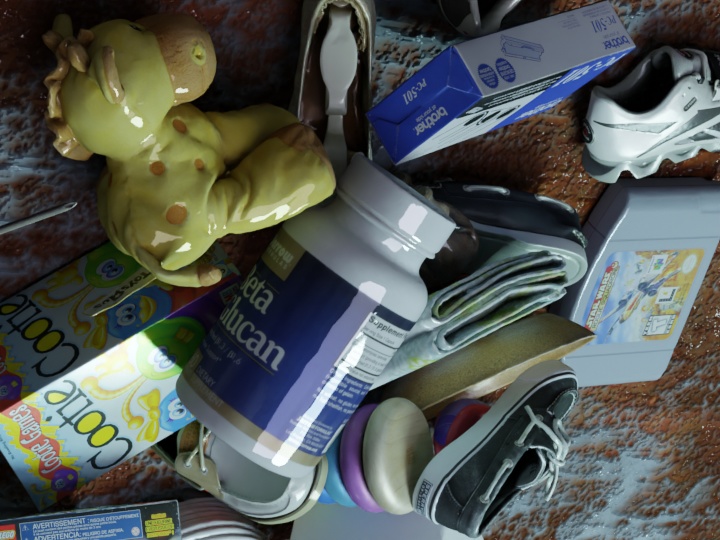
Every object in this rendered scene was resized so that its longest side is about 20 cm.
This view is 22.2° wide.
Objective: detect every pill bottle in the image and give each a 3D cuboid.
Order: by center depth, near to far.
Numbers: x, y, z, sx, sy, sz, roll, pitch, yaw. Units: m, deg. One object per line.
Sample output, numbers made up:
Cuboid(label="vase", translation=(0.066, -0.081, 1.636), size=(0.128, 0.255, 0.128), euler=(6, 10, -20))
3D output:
Cuboid(label="pill bottle", translation=(-0.026, 0.027, 1.219), size=(0.111, 0.111, 0.201), euler=(30, 97, -43))

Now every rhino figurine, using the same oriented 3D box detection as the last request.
Cuboid(label="rhino figurine", translation=(0.000, 0.000, 1.356), size=(0.199, 0.060, 0.087), euler=(-29, 127, 31))

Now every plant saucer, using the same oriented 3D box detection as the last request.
Cuboid(label="plant saucer", translation=(0.091, 0.079, 1.465), size=(0.199, 0.036, 0.200), euler=(-24, 172, -4))

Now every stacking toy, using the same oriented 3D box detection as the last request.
Cuboid(label="stacking toy", translation=(-0.048, 0.144, 1.397), size=(0.199, 0.086, 0.085), euler=(-5, 145, 30))

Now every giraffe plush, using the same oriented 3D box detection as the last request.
Cuboid(label="giraffe plush", translation=(-0.133, -0.092, 1.168), size=(0.200, 0.172, 0.163), euler=(-44, 122, -39))

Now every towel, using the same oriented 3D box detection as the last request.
Cuboid(label="towel", translation=(0.039, 0.046, 1.354), size=(0.200, 0.048, 0.171), euler=(-27, 176, 43))

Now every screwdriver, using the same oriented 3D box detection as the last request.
Cuboid(label="screwdriver", translation=(-0.254, -0.014, 1.171), size=(0.199, 0.028, 0.029), euler=(-14, 148, 25))

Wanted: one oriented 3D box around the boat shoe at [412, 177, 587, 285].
Cuboid(label="boat shoe", translation=(0.078, -0.037, 1.405), size=(0.199, 0.061, 0.076), euler=(16, 140, -20))

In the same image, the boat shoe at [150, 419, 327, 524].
Cuboid(label="boat shoe", translation=(-0.103, 0.131, 1.331), size=(0.068, 0.199, 0.075), euler=(26, 81, -37))

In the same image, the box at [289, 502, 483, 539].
Cuboid(label="box", translation=(0.027, 0.238, 1.493), size=(0.124, 0.098, 0.200), euler=(5, 153, 16))

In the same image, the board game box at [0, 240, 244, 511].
Cuboid(label="board game box", translation=(-0.173, 0.058, 1.293), size=(0.199, 0.103, 0.105), euler=(-30, 134, -8))

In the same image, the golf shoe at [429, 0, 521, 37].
Cuboid(label="golf shoe", translation=(0.121, -0.246, 1.246), size=(0.077, 0.088, 0.201), euler=(22, 109, -23))

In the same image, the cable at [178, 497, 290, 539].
Cuboid(label="cable", translation=(-0.157, 0.272, 1.487), size=(0.199, 0.069, 0.201), euler=(9, 121, -41))

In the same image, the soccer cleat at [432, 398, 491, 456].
Cuboid(label="soccer cleat", translation=(0.084, 0.138, 1.493), size=(0.067, 0.076, 0.200), euler=(-58, 156, -4))

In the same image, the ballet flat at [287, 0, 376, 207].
Cuboid(label="ballet flat", translation=(-0.022, -0.101, 1.254), size=(0.067, 0.062, 0.201), euler=(0, 104, -4))

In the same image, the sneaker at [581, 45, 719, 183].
Cuboid(label="sneaker", translation=(0.265, -0.141, 1.433), size=(0.199, 0.074, 0.089), euler=(-23, 135, -15))

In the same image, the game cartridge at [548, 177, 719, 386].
Cuboid(label="game cartridge", translation=(0.228, 0.014, 1.559), size=(0.132, 0.042, 0.201), euler=(-6, 127, -34))

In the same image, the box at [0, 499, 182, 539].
Cuboid(label="box", translation=(-0.229, 0.194, 1.318), size=(0.136, 0.200, 0.040), euler=(-2, 82, -30))

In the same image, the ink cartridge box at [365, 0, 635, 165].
Cuboid(label="ink cartridge box", translation=(0.101, -0.133, 1.279), size=(0.094, 0.044, 0.200), euler=(-35, 172, 41))

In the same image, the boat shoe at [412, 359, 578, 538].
Cuboid(label="boat shoe", translation=(0.121, 0.135, 1.388), size=(0.199, 0.068, 0.074), euler=(-31, 139, -48))
